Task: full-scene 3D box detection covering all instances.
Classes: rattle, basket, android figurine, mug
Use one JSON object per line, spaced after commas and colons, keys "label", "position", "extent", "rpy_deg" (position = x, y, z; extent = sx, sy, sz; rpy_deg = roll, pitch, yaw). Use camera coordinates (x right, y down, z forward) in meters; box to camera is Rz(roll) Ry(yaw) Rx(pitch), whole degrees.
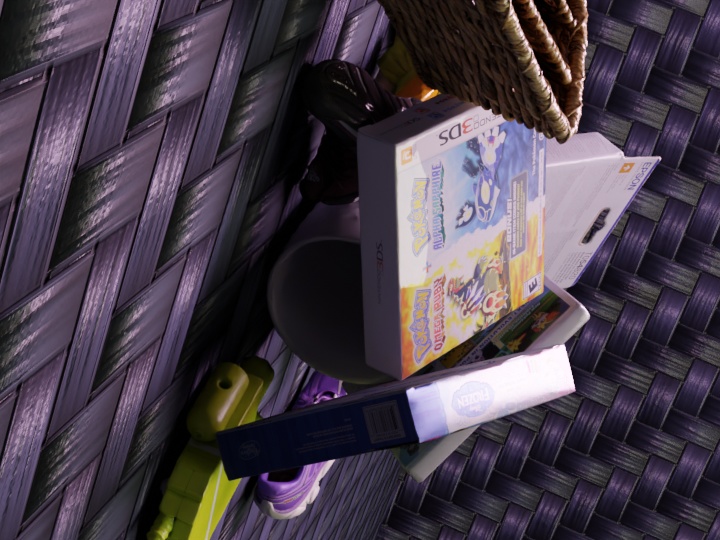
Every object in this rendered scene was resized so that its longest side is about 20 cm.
{"label": "rattle", "position": [0.088, -0.106, 1.430], "extent": [0.143, 0.129, 0.201], "rpy_deg": [-124, -164, -59]}
{"label": "basket", "position": [0.104, -0.211, 1.115], "extent": [0.143, 0.148, 0.200], "rpy_deg": [-51, 140, -13]}
{"label": "android figurine", "position": [-0.125, 0.163, 1.294], "extent": [0.201, 0.041, 0.183], "rpy_deg": [-61, 170, -45]}
{"label": "mug", "position": [0.000, 0.000, 1.403], "extent": [0.200, 0.148, 0.176], "rpy_deg": [-35, -166, 36]}

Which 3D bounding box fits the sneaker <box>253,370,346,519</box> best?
{"label": "sneaker", "position": [-0.049, 0.170, 1.706], "extent": [0.084, 0.080, 0.201], "rpy_deg": [87, 26, -59]}

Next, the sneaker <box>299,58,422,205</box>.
{"label": "sneaker", "position": [-0.015, -0.093, 1.256], "extent": [0.115, 0.076, 0.200], "rpy_deg": [-31, 156, 22]}

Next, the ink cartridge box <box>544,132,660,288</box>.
{"label": "ink cartridge box", "position": [0.159, -0.047, 1.518], "extent": [0.199, 0.041, 0.200], "rpy_deg": [-7, 143, -33]}

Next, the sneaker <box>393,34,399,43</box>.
{"label": "sneaker", "position": [0.085, -0.210, 1.513], "extent": [0.200, 0.089, 0.075], "rpy_deg": [83, 31, -75]}

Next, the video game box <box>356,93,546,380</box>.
{"label": "video game box", "position": [0.075, -0.041, 1.244], "extent": [0.181, 0.047, 0.202], "rpy_deg": [-27, 127, -37]}

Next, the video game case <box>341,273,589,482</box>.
{"label": "video game case", "position": [0.086, 0.071, 1.393], "extent": [0.200, 0.022, 0.182], "rpy_deg": [-44, -153, 0]}

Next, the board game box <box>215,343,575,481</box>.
{"label": "board game box", "position": [0.028, 0.108, 1.226], "extent": [0.198, 0.199, 0.044], "rpy_deg": [-13, 87, -48]}
